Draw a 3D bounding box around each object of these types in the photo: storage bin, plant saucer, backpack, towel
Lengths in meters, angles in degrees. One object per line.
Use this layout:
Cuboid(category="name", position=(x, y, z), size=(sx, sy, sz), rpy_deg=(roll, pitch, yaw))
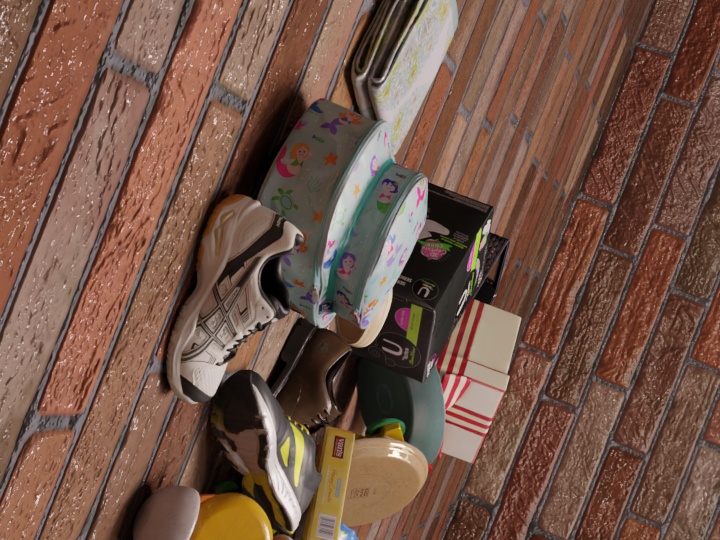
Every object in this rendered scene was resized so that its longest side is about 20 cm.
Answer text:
Cuboid(category="storage bin", position=(0.148, 0.033, 2.279), size=(0.200, 0.093, 0.136), rpy_deg=(-53, 160, -46))
Cuboid(category="plant saucer", position=(0.045, 0.170, 1.977), size=(0.036, 0.200, 0.202), rpy_deg=(-9, 129, -30))
Cuboid(category="backpack", position=(-0.023, -0.053, 1.380), size=(0.178, 0.149, 0.201), rpy_deg=(-60, 160, -25))
Cuboid(category="towel", position=(0.047, -0.234, 1.575), size=(0.172, 0.048, 0.200), rpy_deg=(-62, 166, -12))

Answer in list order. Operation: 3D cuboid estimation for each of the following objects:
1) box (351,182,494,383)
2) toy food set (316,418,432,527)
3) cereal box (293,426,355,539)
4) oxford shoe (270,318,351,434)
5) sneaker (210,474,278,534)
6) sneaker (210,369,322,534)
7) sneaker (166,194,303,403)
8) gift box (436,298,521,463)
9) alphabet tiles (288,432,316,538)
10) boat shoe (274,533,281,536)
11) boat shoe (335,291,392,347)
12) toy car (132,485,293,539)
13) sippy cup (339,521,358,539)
Cuboid(category="box", position=(0.072, 0.010, 1.878), size=(0.201, 0.123, 0.149), rpy_deg=(-56, 161, -39))
Cuboid(category="toy food set", position=(-0.004, 0.270, 1.915), size=(0.201, 0.196, 0.049), rpy_deg=(76, 0, -50))
Cuboid(category="cereal box", position=(-0.053, 0.286, 1.674), size=(0.201, 0.039, 0.145), rpy_deg=(112, -11, -54))
Cuboid(category="oxford shoe", position=(-0.069, 0.159, 1.643), size=(0.202, 0.084, 0.073), rpy_deg=(-65, 168, -7))
Cuboid(category="sneaker", position=(-0.146, 0.274, 1.572), size=(0.200, 0.085, 0.078), rpy_deg=(-50, -158, -23))
Cuboid(category="sneaker", position=(-0.093, 0.174, 1.513), size=(0.085, 0.074, 0.202), rpy_deg=(-49, 138, -42))
Cuboid(category="sneaker", position=(-0.108, 0.038, 1.291), size=(0.076, 0.087, 0.202), rpy_deg=(-43, 153, -64))
Cuboid(category="gift box", position=(0.108, 0.154, 2.124), size=(0.188, 0.198, 0.186), rpy_deg=(-70, 173, -49))
Cuboid(category="alphabet tiles", position=(-0.075, 0.244, 1.750), size=(0.200, 0.007, 0.169), rpy_deg=(-93, -162, -71))
Cuboid(category="boat shoe", position=(-0.128, 0.340, 1.728), size=(0.072, 0.071, 0.202), rpy_deg=(20, 85, -77))
Cuboid(category="boat shoe", position=(0.000, 0.000, 1.707), size=(0.065, 0.072, 0.202), rpy_deg=(-27, 135, -57))
Cuboid(category="toy car", position=(-0.163, 0.306, 1.407), size=(0.150, 0.174, 0.201), rpy_deg=(-7, -126, 63))
Cuboid(category="sippy cup", position=(-0.069, 0.372, 1.854), size=(0.177, 0.139, 0.131), rpy_deg=(-8, -131, 59))
